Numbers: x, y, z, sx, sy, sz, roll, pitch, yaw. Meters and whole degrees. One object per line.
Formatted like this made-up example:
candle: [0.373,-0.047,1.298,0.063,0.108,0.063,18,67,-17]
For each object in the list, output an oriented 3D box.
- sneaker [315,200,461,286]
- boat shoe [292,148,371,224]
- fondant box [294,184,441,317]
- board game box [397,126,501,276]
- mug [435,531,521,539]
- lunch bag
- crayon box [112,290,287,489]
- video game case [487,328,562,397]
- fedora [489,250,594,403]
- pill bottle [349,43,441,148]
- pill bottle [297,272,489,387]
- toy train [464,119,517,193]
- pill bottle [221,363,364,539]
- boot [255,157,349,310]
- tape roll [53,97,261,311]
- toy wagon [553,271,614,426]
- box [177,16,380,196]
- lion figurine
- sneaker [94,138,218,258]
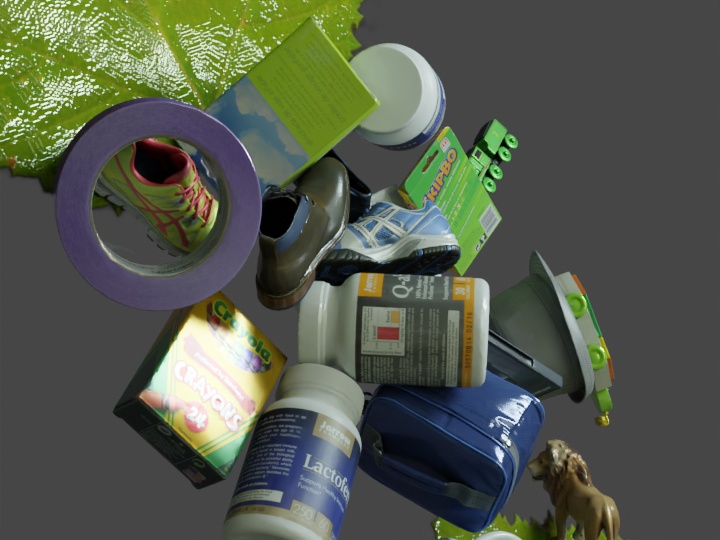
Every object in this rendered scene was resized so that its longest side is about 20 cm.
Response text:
sneaker: [0.008,-0.027,1.560,0.197,0.076,0.078,-7,62,-16]
boat shoe: [-0.050,-0.135,1.618,0.200,0.069,0.084,46,41,13]
fondant box: [0.000,0.000,1.656,0.199,0.058,0.146,-28,92,-49]
board game box: [0.109,-0.085,1.745,0.096,0.030,0.200,-54,144,-14]
mug: [0.126,0.370,1.538,0.200,0.147,0.176,-38,95,-34]
lunch bag: [0.086,0.183,1.570,0.198,0.137,0.133,26,42,12]
crayon box: [-0.154,0.103,1.455,0.127,0.051,0.201,45,45,-21]
video game case: [0.118,0.110,1.661,0.199,0.142,0.019,32,49,-32]
fedora: [0.214,0.085,1.789,0.089,0.177,0.202,-20,63,-7]
pill bottle: [0.036,-0.203,1.671,0.200,0.115,0.117,-10,77,-82]
pill bottle: [0.036,0.062,1.508,0.197,0.117,0.118,3,61,3]
toy train: [0.156,-0.128,1.891,0.056,0.042,0.201,41,46,-11]
pill bottle: [-0.063,0.203,1.453,0.115,0.115,0.202,38,48,-27]
boot: [-0.057,-0.064,1.479,0.098,0.074,0.202,85,20,-52]
tape roll: [-0.198,-0.066,1.391,0.197,0.066,0.203,-2,99,-15]
toy wagon: [0.290,0.102,1.850,0.155,0.039,0.202,90,-20,-86]
box: [-0.090,-0.163,1.556,0.122,0.199,0.048,51,6,4]
lion figurine: [0.275,0.290,1.735,0.072,0.200,0.124,-4,105,-25]
sneaker: [-0.192,-0.080,1.471,0.199,0.090,0.079,34,49,-32]
